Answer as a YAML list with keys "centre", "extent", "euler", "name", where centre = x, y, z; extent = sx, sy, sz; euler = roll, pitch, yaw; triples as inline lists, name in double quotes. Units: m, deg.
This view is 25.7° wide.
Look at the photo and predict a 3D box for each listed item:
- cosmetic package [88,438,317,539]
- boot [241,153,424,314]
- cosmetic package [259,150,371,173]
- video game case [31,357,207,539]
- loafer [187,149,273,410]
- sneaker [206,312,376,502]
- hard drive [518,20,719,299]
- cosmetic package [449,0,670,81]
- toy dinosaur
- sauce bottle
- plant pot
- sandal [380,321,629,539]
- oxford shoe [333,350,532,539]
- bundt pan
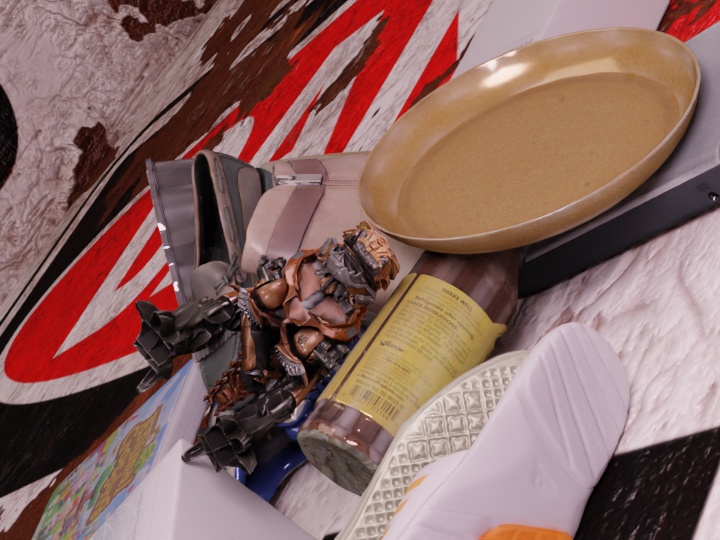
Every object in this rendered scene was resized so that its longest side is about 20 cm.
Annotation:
- centre: [-0.120, 0.234, 0.844]
  extent: [0.200, 0.123, 0.200]
  euler: [-48, 16, 14]
  name: "cosmetic package"
- centre: [0.000, 0.000, 0.958]
  extent: [0.201, 0.144, 0.071]
  euler: [-82, -1, -55]
  name: "boot"
- centre: [-0.007, -0.047, 1.145]
  extent: [0.104, 0.072, 0.200]
  euler: [-8, 7, -13]
  name: "cosmetic package"
- centre: [-0.175, 0.162, 1.060]
  extent: [0.182, 0.022, 0.201]
  euler: [-42, 16, 26]
  name: "video game case"
- centre: [-0.098, 0.002, 1.087]
  extent: [0.072, 0.063, 0.202]
  euler: [-34, 40, 34]
  name: "loafer"
- centre: [-0.022, 0.076, 1.046]
  extent: [0.200, 0.075, 0.088]
  euler: [-50, 30, 19]
  name: "sneaker"
- centre: [0.161, -0.068, 0.903]
  extent: [0.199, 0.033, 0.140]
  euler: [-31, 26, 52]
  name: "hard drive"
- centre: [0.146, -0.175, 1.092]
  extent: [0.112, 0.081, 0.201]
  euler: [-26, 28, 52]
  name: "cosmetic package"
- centre: [-0.045, 0.044, 0.872]
  extent: [0.135, 0.102, 0.201]
  euler: [-32, -28, -34]
  name: "toy dinosaur"
- centre: [0.044, 0.029, 0.848]
  extent: [0.201, 0.065, 0.065]
  euler: [-53, 16, -24]
  name: "sauce bottle"
- centre: [0.093, -0.069, 0.864]
  extent: [0.198, 0.028, 0.201]
  euler: [-21, 30, 13]
  name: "plant pot"
- centre: [0.059, 0.112, 0.720]
  extent: [0.059, 0.079, 0.207]
  euler: [-30, 18, 53]
  name: "sandal"
- centre: [0.034, 0.121, 0.777]
  extent: [0.201, 0.075, 0.058]
  euler: [-51, -8, -4]
  name: "oxford shoe"
- centre: [-0.108, 0.000, 1.244]
  extent: [0.075, 0.204, 0.202]
  euler: [-16, 17, -4]
  name: "bundt pan"
